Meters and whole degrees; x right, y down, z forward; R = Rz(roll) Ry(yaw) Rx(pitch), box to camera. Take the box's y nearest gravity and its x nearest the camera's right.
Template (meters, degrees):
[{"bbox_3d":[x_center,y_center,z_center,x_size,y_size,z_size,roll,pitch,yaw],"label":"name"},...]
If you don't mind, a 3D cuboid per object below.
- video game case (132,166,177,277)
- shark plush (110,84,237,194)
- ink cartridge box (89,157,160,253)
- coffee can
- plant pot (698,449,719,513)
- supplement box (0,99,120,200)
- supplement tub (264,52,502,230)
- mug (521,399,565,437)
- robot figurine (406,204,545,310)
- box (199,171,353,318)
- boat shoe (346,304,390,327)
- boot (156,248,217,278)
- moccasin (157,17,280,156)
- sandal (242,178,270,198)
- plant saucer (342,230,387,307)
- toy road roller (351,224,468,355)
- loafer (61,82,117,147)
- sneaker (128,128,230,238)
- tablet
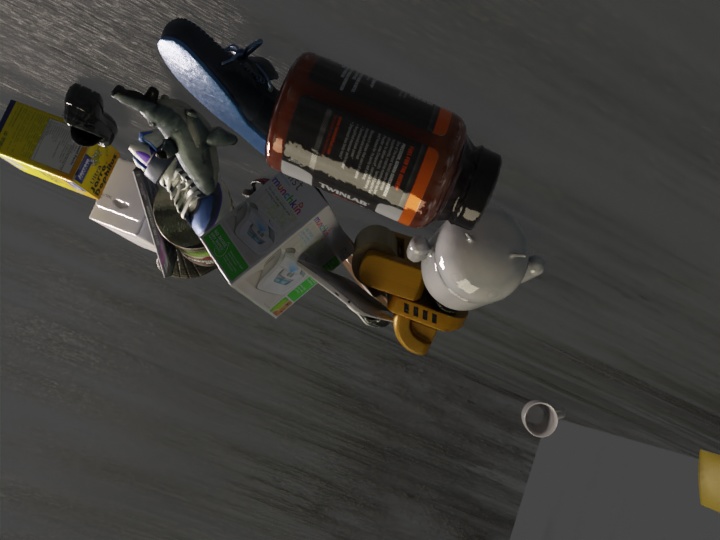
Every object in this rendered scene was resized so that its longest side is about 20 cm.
[{"bbox_3d":[-0.392,-0.104,1.198,0.018,0.205,0.143,-12,-161,-8],"label":"video game case"},{"bbox_3d":[-0.238,-0.177,0.818,0.089,0.085,0.200,19,170,17],"label":"shark plush"},{"bbox_3d":[-0.462,-0.128,1.390,0.144,0.149,0.200,18,170,22],"label":"ink cartridge box"},{"bbox_3d":[-0.310,-0.097,1.218,0.143,0.149,0.200,22,170,-2],"label":"coffee can"},{"bbox_3d":[1.276,0.749,2.125,0.197,0.180,0.199,26,170,-29],"label":"plant pot"},{"bbox_3d":[-0.604,-0.237,1.237,0.196,0.111,0.110,21,170,8],"label":"supplement box"},{"bbox_3d":[0.022,-0.105,0.551,0.196,0.109,0.107,23,170,0],"label":"supplement tub"},{"bbox_3d":[0.818,0.650,2.787,0.195,0.152,0.175,-10,175,6],"label":"mug"},{"bbox_3d":[0.137,-0.013,0.765,0.165,0.116,0.200,6,171,-4],"label":"robot figurine"},{"bbox_3d":[-0.116,-0.040,0.940,0.097,0.175,0.200,51,177,20],"label":"box"},{"bbox_3d":[0.034,0.125,1.861,0.060,0.077,0.198,20,172,46],"label":"boat shoe"},{"bbox_3d":[-0.345,-0.056,1.391,0.198,0.075,0.154,-13,-153,-4],"label":"boot"},{"bbox_3d":[-0.113,-0.177,0.599,0.079,0.069,0.200,25,172,29],"label":"moccasin"},{"bbox_3d":[-0.157,-0.130,1.045,0.074,0.046,0.200,30,-177,-14],"label":"sandal"},{"bbox_3d":[0.000,0.000,1.118,0.201,0.029,0.200,52,176,6],"label":"plant saucer"},{"bbox_3d":[0.069,0.034,0.940,0.196,0.149,0.123,20,-159,-4],"label":"toy road roller"},{"bbox_3d":[-0.440,-0.234,1.003,0.067,0.072,0.200,24,170,-10],"label":"loafer"},{"bbox_3d":[-0.279,-0.133,0.930,0.145,0.081,0.202,22,-146,-37],"label":"sneaker"},{"bbox_3d":[-0.012,0.035,0.957,0.129,0.014,0.199,37,-174,21],"label":"tablet"}]
